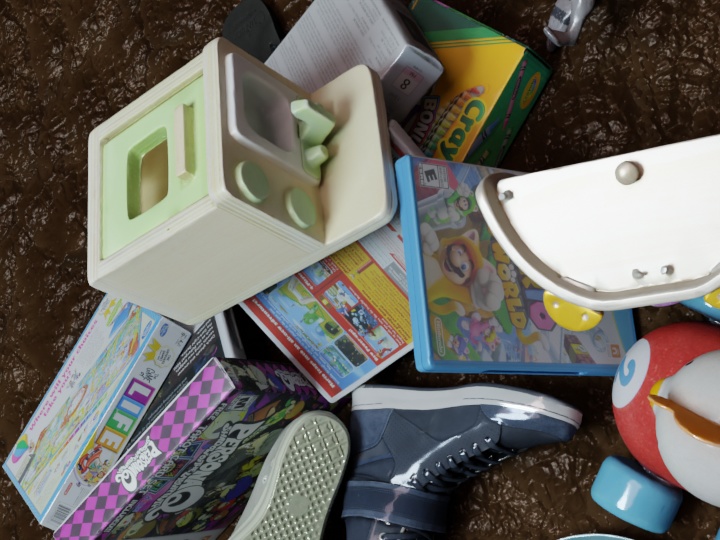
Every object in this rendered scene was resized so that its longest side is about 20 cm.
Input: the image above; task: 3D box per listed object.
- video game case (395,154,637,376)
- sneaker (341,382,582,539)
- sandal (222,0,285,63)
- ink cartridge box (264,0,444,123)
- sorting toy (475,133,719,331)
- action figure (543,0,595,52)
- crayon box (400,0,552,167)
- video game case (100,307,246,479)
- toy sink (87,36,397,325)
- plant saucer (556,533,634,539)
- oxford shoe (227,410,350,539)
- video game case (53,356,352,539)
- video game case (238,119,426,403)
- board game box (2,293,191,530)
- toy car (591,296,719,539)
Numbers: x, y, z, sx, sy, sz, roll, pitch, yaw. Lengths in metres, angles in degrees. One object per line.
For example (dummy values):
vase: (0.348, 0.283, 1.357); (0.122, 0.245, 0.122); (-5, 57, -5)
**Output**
video game case: (0.114, 0.000, 0.817); (0.018, 0.198, 0.145); (-24, 67, 51)
sneaker: (0.070, 0.160, 0.869); (0.201, 0.077, 0.148); (-7, 66, 40)
sandal: (-0.081, -0.168, 1.050); (0.075, 0.045, 0.201); (-38, 64, 18)
ink cartridge box: (-0.033, -0.138, 0.949); (0.200, 0.057, 0.163); (-51, 37, 22)
sorting toy: (0.207, -0.040, 0.778); (0.198, 0.180, 0.108); (-10, 98, 30)
action figure: (0.179, -0.279, 0.909); (0.194, 0.104, 0.200); (-46, 34, 8)
crayon box: (0.052, -0.107, 0.950); (0.118, 0.058, 0.201); (34, 99, 32)
video game case: (-0.177, 0.110, 1.024); (0.200, 0.023, 0.182); (-46, 34, 15)
toy sink: (-0.089, -0.069, 0.808); (0.199, 0.112, 0.132); (-26, 56, 31)
plant saucer: (0.174, 0.288, 0.821); (0.198, 0.027, 0.203); (-7, 77, 30)
oxford shoe: (-0.065, 0.202, 0.903); (0.075, 0.058, 0.202); (26, 83, -11)
video game case: (-0.120, 0.152, 0.933); (0.200, 0.181, 0.036); (-47, 65, 14)
video game case: (0.000, 0.000, 0.872); (0.199, 0.017, 0.143); (-37, 101, 31)
board game box: (-0.239, 0.118, 1.045); (0.201, 0.034, 0.134); (-60, 33, -4)
toy car: (0.222, 0.091, 0.728); (0.176, 0.199, 0.186); (25, 94, 32)
